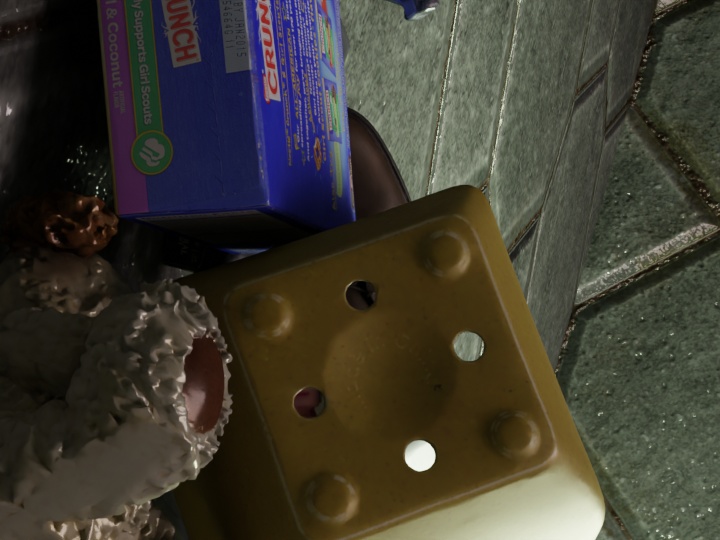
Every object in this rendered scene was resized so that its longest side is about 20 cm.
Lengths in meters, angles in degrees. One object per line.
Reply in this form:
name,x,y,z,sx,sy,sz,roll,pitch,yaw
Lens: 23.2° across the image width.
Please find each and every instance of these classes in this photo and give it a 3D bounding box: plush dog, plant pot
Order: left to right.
plush dog,-0.130,0.065,0.741,0.172,0.160,0.201,-93,-178,-55
plant pot,0.004,0.068,0.817,0.200,0.194,0.196,110,-40,-76

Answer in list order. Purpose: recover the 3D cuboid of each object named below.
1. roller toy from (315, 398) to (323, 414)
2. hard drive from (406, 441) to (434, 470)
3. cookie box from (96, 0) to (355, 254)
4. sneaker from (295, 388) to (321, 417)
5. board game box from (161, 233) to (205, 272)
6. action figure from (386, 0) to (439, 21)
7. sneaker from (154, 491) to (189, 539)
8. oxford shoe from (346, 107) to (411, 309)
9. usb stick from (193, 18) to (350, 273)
roller toy,-0.007,0.159,1.280,0.183,0.139,0.200,68,37,-49
hard drive,0.026,0.136,1.087,0.200,0.026,0.132,-21,138,-63
cookie box,-0.061,-0.101,0.852,0.200,0.075,0.172,23,61,-78
sneaker,-0.075,0.139,1.079,0.079,0.095,0.201,-159,-109,-79
board game box,-0.063,-0.076,1.067,0.200,0.028,0.136,-25,126,-73
action figure,0.020,-0.238,0.927,0.193,0.104,0.201,14,-61,62
sneaker,-0.104,0.174,1.009,0.074,0.081,0.201,-47,147,-65
oxford shoe,0.000,0.000,1.041,0.084,0.072,0.201,-21,100,-84
usb stick,-0.050,-0.064,1.002,0.056,0.032,0.201,78,29,-61
